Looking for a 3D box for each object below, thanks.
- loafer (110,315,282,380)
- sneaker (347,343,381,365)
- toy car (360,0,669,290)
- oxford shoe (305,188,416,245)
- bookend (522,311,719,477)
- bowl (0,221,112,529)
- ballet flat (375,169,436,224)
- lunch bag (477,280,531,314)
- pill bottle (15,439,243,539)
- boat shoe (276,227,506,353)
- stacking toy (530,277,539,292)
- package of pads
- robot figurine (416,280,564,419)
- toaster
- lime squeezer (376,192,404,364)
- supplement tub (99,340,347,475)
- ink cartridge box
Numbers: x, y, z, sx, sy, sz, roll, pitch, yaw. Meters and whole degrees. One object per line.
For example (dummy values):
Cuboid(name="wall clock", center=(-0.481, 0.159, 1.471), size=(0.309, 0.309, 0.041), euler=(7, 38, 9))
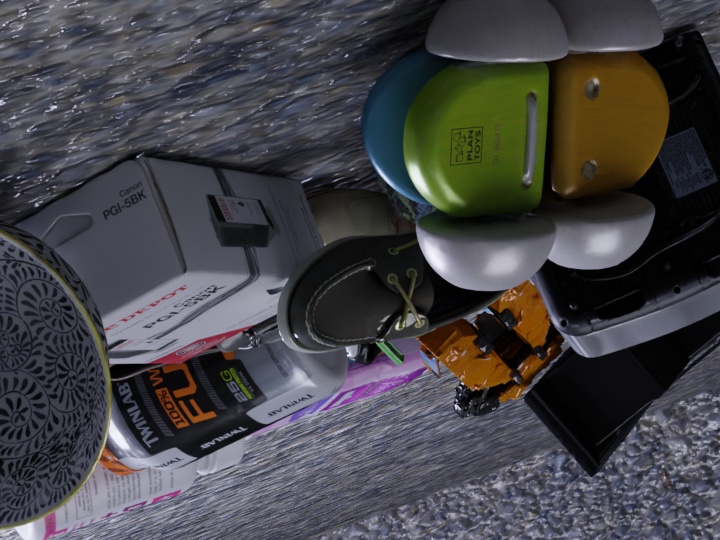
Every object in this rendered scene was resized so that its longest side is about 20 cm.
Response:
Cuboid(name="loafer", center=(-0.104, 0.041, 1.490), size=(0.199, 0.063, 0.072), euler=(-11, 144, 31))
Cuboid(name="sneaker", center=(-0.027, 0.044, 1.709), size=(0.199, 0.088, 0.076), euler=(-28, 168, 30))
Cuboid(name="toy car", center=(0.086, -0.090, 1.255), size=(0.199, 0.176, 0.150), euler=(-12, -160, -40))
Cuboid(name="oxford shoe", center=(0.036, -0.026, 1.493), size=(0.199, 0.071, 0.074), euler=(7, 166, -42))
Cuboid(name="bookend", center=(0.266, 0.054, 1.785), size=(0.200, 0.092, 0.199), euler=(-44, 176, 28))
Cuboid(name="bowl", center=(-0.225, 0.045, 1.232), size=(0.200, 0.201, 0.094), euler=(-28, -169, 24))
Cuboid(name="ballet flat", center=(0.045, -0.068, 1.408), size=(0.074, 0.075, 0.200), euler=(-23, -176, 3))
Cuboid(name="lunch bag", center=(0.184, -0.017, 1.819), size=(0.160, 0.083, 0.200), euler=(-17, 166, -25))
Cuboid(name="pill bottle", center=(-0.209, 0.150, 1.775), size=(0.199, 0.114, 0.113), euler=(-17, 166, -22))
Cuboid(name="boat shoe", center=(0.029, 0.010, 1.388), size=(0.060, 0.073, 0.201), euler=(7, -162, 42))
Cuboid(name="stacking toy", center=(0.225, -0.039, 1.652), size=(0.146, 0.147, 0.200), euler=(-29, 176, 29))
Cuboid(name="package of pads", center=(-0.032, 0.085, 1.895), size=(0.199, 0.076, 0.120), euler=(-16, 169, -27))
Cuboid(name="robot figurine", center=(0.112, 0.050, 1.707), size=(0.145, 0.058, 0.200), euler=(-45, 156, 0))
Cuboid(name="toaster", center=(0.201, -0.044, 1.475), size=(0.180, 0.201, 0.119), euler=(-24, 163, 6))
Cuboid(name="lime squeezer", center=(0.000, 0.000, 1.608), size=(0.070, 0.038, 0.201), euler=(-8, 136, -7))
Cuboid(name="supplement tub", center=(-0.120, 0.077, 1.604), size=(0.199, 0.123, 0.122), euler=(-27, 166, 19))
Cuboid(name="ink cartridge box", center=(-0.130, -0.001, 1.354), size=(0.146, 0.083, 0.200), euler=(-27, 167, 24))
